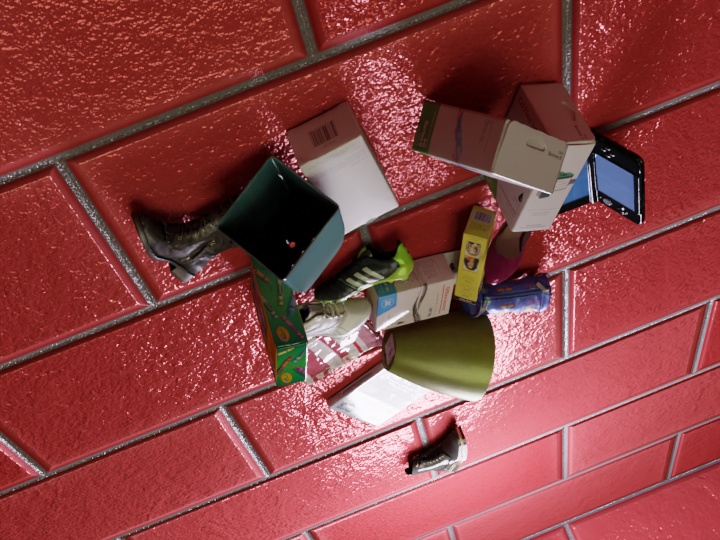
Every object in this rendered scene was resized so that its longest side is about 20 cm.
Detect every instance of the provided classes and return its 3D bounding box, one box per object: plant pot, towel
[{"bbox_3d":[-0.109,-0.055,1.523,0.142,0.140,0.200,-52,164,-6],"label":"plant pot"},{"bbox_3d":[-0.061,0.162,1.965,0.198,0.023,0.144,-31,143,11],"label":"towel"},{"bbox_3d":[0.150,0.167,1.971,0.196,0.190,0.189,7,138,-18],"label":"plant pot"}]

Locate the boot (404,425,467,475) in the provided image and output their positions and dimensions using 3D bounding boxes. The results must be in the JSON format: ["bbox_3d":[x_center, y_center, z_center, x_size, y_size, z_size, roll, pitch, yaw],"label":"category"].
[{"bbox_3d":[0.195,0.478,2.481,0.135,0.078,0.202,-7,141,-13],"label":"boot"}]

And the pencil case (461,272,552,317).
[{"bbox_3d":[0.305,0.050,1.968,0.196,0.080,0.087,-4,170,-25],"label":"pencil case"}]

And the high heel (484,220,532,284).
[{"bbox_3d":[0.278,-0.073,1.730,0.066,0.202,0.097,23,160,13],"label":"high heel"}]

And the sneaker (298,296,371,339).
[{"bbox_3d":[-0.070,0.089,1.807,0.196,0.076,0.087,-15,157,-13],"label":"sneaker"}]

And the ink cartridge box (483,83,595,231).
[{"bbox_3d":[0.291,-0.188,1.592,0.083,0.148,0.202,-5,141,-21],"label":"ink cartridge box"}]

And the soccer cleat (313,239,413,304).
[{"bbox_3d":[0.000,0.000,1.759,0.196,0.068,0.082,-19,115,11],"label":"soccer cleat"}]

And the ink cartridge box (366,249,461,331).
[{"bbox_3d":[0.114,0.039,1.859,0.196,0.069,0.117,-14,144,-13],"label":"ink cartridge box"}]

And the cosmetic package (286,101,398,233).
[{"bbox_3d":[-0.024,-0.157,1.517,0.111,0.082,0.201,-25,146,4],"label":"cosmetic package"}]

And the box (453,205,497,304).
[{"bbox_3d":[0.216,-0.027,1.815,0.049,0.076,0.202,16,143,12],"label":"box"}]

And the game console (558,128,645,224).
[{"bbox_3d":[0.418,-0.146,1.749,0.119,0.172,0.201,-45,147,-12],"label":"game console"}]

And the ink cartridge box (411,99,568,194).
[{"bbox_3d":[0.197,-0.192,1.479,0.143,0.199,0.089,12,97,-38],"label":"ink cartridge box"}]

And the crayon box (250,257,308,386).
[{"bbox_3d":[-0.142,0.081,1.657,0.057,0.203,0.120,-11,144,-13],"label":"crayon box"}]

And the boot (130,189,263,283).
[{"bbox_3d":[-0.254,-0.075,1.524,0.172,0.070,0.200,-33,148,5],"label":"boot"}]

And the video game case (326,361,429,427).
[{"bbox_3d":[0.048,0.281,2.182,0.181,0.024,0.199,-37,142,19],"label":"video game case"}]
